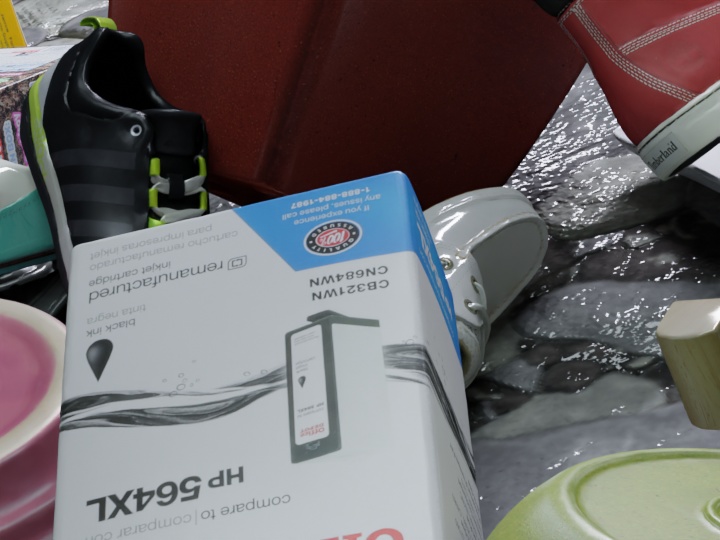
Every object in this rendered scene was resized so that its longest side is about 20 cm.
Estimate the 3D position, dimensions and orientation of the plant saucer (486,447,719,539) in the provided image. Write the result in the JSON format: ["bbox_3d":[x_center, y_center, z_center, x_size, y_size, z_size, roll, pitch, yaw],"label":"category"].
[{"bbox_3d":[0.139,0.095,0.675,0.200,0.031,0.200,5,13,-1],"label":"plant saucer"}]

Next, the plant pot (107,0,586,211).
[{"bbox_3d":[-0.017,-0.114,1.051,0.200,0.200,0.176,16,85,46],"label":"plant pot"}]

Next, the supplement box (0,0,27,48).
[{"bbox_3d":[-0.326,-0.129,1.372,0.109,0.110,0.200,0,30,29],"label":"supplement box"}]

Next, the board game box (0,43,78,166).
[{"bbox_3d":[-0.250,-0.058,1.163,0.159,0.097,0.200,1,19,30],"label":"board game box"}]

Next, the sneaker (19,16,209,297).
[{"bbox_3d":[-0.104,-0.039,0.962,0.072,0.083,0.200,2,48,-46],"label":"sneaker"}]

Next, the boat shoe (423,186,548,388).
[{"bbox_3d":[0.028,0.030,0.919,0.069,0.071,0.200,23,46,38],"label":"boat shoe"}]

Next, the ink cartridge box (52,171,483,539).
[{"bbox_3d":[-0.034,0.072,0.776,0.146,0.084,0.200,-13,45,8],"label":"ink cartridge box"}]

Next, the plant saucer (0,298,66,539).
[{"bbox_3d":[-0.189,0.070,0.874,0.200,0.051,0.201,-5,31,3],"label":"plant saucer"}]

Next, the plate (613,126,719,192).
[{"bbox_3d":[0.251,-0.072,1.011,0.200,0.032,0.200,-21,20,-10],"label":"plate"}]

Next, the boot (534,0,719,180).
[{"bbox_3d":[0.174,-0.147,1.004,0.200,0.144,0.072,-31,-9,-34],"label":"boot"}]

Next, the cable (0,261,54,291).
[{"bbox_3d":[-0.258,0.043,1.099,0.200,0.050,0.097,-20,9,-36],"label":"cable"}]

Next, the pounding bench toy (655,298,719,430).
[{"bbox_3d":[0.215,-0.014,0.832,0.200,0.124,0.156,-12,26,9],"label":"pounding bench toy"}]

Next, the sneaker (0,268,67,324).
[{"bbox_3d":[-0.185,0.032,1.033,0.104,0.060,0.200,10,40,34],"label":"sneaker"}]

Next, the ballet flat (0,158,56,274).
[{"bbox_3d":[-0.212,-0.021,1.012,0.200,0.070,0.067,-22,21,-7],"label":"ballet flat"}]
